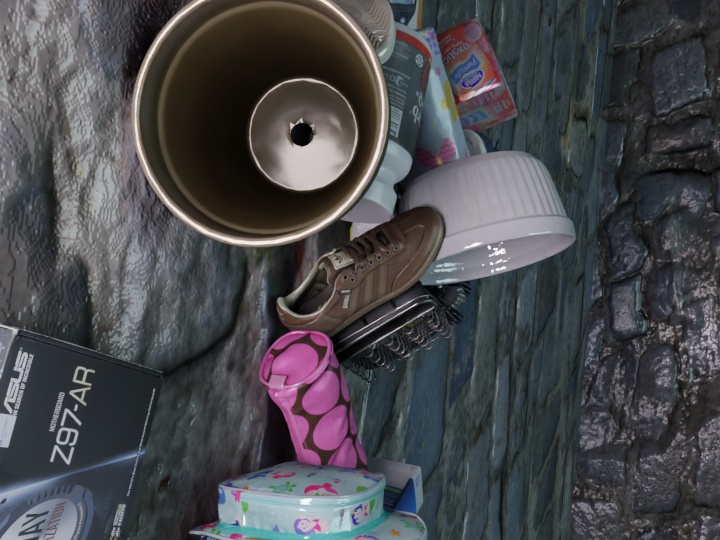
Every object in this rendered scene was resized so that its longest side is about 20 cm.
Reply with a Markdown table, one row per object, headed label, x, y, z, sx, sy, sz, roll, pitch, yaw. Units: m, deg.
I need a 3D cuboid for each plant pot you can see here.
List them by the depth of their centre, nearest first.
| label | x | y | z | sx | sy | sz | roll | pitch | yaw |
| --- | --- | --- | --- | --- | --- | --- | --- | --- | --- |
| plant pot | -0.066 | -0.121 | 0.711 | 0.174 | 0.199 | 0.201 | -20 | 114 | -82 |

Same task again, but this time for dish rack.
| label | x | y | z | sx | sy | sz | roll | pitch | yaw |
| --- | --- | --- | --- | --- | --- | --- | --- | --- | --- |
| dish rack | 0.038 | 0.080 | 1.003 | 0.055 | 0.153 | 0.200 | 65 | 12 | 27 |

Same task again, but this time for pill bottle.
| label | x | y | z | sx | sy | sz | roll | pitch | yaw |
| --- | --- | --- | --- | --- | --- | --- | --- | --- | --- |
| pill bottle | 0.007 | -0.161 | 0.917 | 0.116 | 0.116 | 0.200 | 39 | 60 | -61 |

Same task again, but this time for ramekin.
| label | x | y | z | sx | sy | sz | roll | pitch | yaw |
| --- | --- | --- | --- | --- | --- | --- | --- | --- | --- |
| ramekin | 0.139 | -0.060 | 0.974 | 0.200 | 0.200 | 0.105 | 15 | 61 | -65 |

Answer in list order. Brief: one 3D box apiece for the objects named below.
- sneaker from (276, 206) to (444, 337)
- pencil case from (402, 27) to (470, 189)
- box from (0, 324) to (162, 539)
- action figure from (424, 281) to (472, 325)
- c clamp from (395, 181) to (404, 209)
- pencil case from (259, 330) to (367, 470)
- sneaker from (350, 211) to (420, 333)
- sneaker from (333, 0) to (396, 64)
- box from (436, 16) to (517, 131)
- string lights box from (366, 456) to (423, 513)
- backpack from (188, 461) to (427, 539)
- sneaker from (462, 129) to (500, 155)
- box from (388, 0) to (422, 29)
| label | x | y | z | sx | sy | sz | roll | pitch | yaw |
| --- | --- | --- | --- | --- | --- | --- | --- | --- | --- |
| sneaker | 0.000 | 0.000 | 0.878 | 0.200 | 0.070 | 0.076 | -42 | 147 | 6 |
| pencil case | 0.073 | -0.196 | 1.038 | 0.083 | 0.091 | 0.200 | -35 | 112 | -56 |
| box | -0.218 | 0.149 | 0.565 | 0.160 | 0.043 | 0.200 | 39 | 59 | -62 |
| action figure | 0.123 | -0.004 | 1.224 | 0.119 | 0.102 | 0.200 | -62 | 151 | -19 |
| c clamp | 0.074 | -0.160 | 1.148 | 0.171 | 0.027 | 0.200 | 60 | 40 | -33 |
| pencil case | -0.049 | 0.163 | 0.896 | 0.094 | 0.091 | 0.200 | -42 | 132 | -34 |
| sneaker | 0.034 | -0.019 | 1.083 | 0.105 | 0.076 | 0.200 | -82 | 163 | -56 |
| sneaker | -0.017 | -0.233 | 0.813 | 0.085 | 0.075 | 0.200 | 82 | -12 | -47 |
| box | 0.152 | -0.263 | 1.178 | 0.103 | 0.095 | 0.200 | 70 | 15 | 6 |
| string lights box | -0.009 | 0.301 | 0.982 | 0.200 | 0.103 | 0.059 | -44 | 134 | -55 |
| backpack | -0.038 | 0.260 | 0.779 | 0.177 | 0.200 | 0.151 | 3 | 95 | -59 |
| sneaker | 0.159 | -0.095 | 1.187 | 0.146 | 0.080 | 0.201 | 1 | 90 | -72 |
| box | 0.026 | -0.350 | 1.017 | 0.200 | 0.041 | 0.119 | -14 | 107 | -67 |
